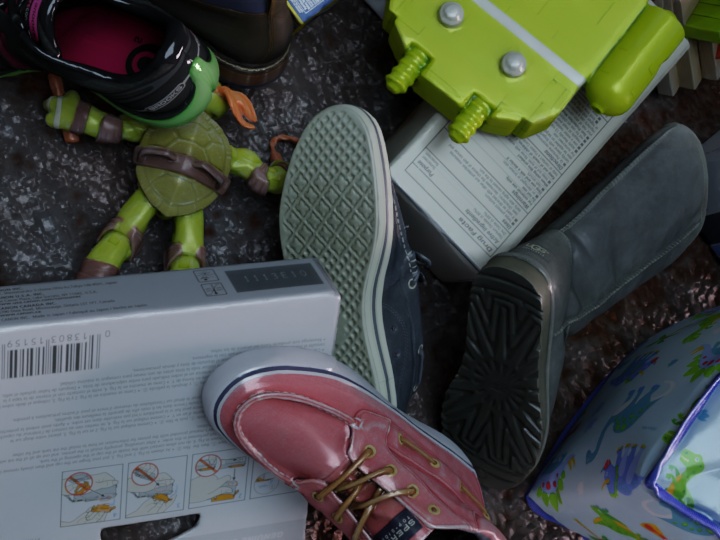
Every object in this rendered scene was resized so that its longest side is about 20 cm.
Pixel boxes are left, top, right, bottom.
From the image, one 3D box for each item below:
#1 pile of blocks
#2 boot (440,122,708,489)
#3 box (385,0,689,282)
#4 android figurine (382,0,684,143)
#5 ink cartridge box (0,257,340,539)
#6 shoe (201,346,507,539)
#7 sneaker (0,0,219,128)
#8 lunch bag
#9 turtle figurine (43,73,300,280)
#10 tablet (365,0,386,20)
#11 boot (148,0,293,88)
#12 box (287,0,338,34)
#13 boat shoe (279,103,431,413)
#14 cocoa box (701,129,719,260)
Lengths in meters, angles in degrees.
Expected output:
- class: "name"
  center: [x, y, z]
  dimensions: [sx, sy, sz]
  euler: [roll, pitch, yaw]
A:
- class: "pile of blocks"
  center: [0.225, -0.203, 1.108]
  dimensions: [0.082, 0.062, 0.201]
  euler: [-36, 133, -48]
- class: "boot"
  center: [0.135, 0.020, 1.087]
  dimensions: [0.072, 0.183, 0.200]
  euler: [27, 39, 20]
- class: "box"
  center: [0.096, -0.095, 1.076]
  dimensions: [0.095, 0.078, 0.200]
  euler: [46, 76, -11]
- class: "android figurine"
  center: [0.094, -0.162, 1.022]
  dimensions: [0.182, 0.041, 0.200]
  euler: [40, 74, 2]
- class: "ink cartridge box"
  center: [-0.117, 0.085, 0.976]
  dimensions: [0.199, 0.044, 0.174]
  euler: [-6, 124, -22]
- class: "shoe"
  center: [0.004, 0.114, 0.965]
  dimensions: [0.200, 0.091, 0.072]
  euler: [31, 108, -38]
- class: "sneaker"
  center: [-0.173, -0.140, 0.966]
  dimensions: [0.199, 0.084, 0.077]
  euler: [13, 71, 9]
- class: "lunch bag"
  center: [0.219, 0.089, 1.060]
  dimensions: [0.127, 0.170, 0.200]
  euler: [40, 69, -11]
- class: "turtle figurine"
  center: [-0.097, -0.045, 1.012]
  dimensions: [0.199, 0.064, 0.162]
  euler: [20, 76, -18]
- class: "tablet"
  center: [0.054, -0.204, 1.122]
  dimensions: [0.200, 0.014, 0.130]
  euler: [46, 69, -10]
- class: "boot"
  center: [-0.117, -0.189, 0.994]
  dimensions: [0.199, 0.097, 0.075]
  euler: [33, 69, 1]
- class: "box"
  center: [-0.075, -0.238, 1.042]
  dimensions: [0.064, 0.070, 0.200]
  euler: [-37, 96, -10]
- class: "boat shoe"
  center: [0.000, 0.000, 1.020]
  dimensions: [0.062, 0.074, 0.201]
  euler: [-30, 120, -51]
- class: "cocoa box"
  center: [0.317, -0.058, 1.103]
  dimensions: [0.133, 0.200, 0.132]
  euler: [-38, 97, -22]
